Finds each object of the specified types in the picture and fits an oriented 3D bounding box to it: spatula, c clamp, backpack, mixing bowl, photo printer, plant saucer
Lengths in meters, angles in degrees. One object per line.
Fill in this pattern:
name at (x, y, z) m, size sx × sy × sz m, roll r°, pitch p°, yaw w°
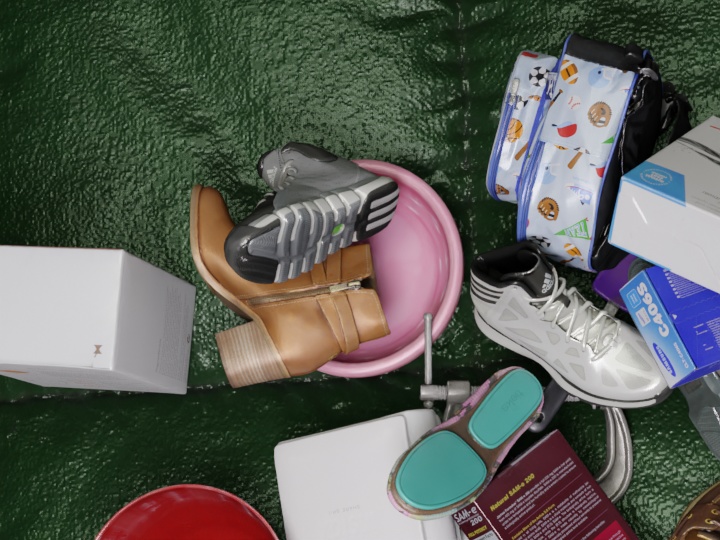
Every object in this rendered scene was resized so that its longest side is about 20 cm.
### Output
spatula at (0.203, 0.063, 1.590) m, size 0.056 × 0.021 × 0.200 m, roll 31°, pitch 72°, yaw 13°
c clamp at (0.146, 0.133, 1.596) m, size 0.199 × 0.027 × 0.172 m, roll 6°, pitch 86°, yaw 0°
backpack at (0.191, -0.097, 1.571) m, size 0.153 × 0.200 × 0.192 m, roll 9°, pitch 86°, yaw 22°
mixing bowl at (-0.141, 0.296, 1.616) m, size 0.199 × 0.108 × 0.202 m, roll -3°, pitch 79°, yaw 14°
photo printer at (0.010, 0.235, 1.585) m, size 0.166 × 0.069 × 0.201 m, roll -16°, pitch 78°, yaw 36°
plant saucer at (0.000, 0.000, 1.666) m, size 0.199 × 0.051 × 0.202 m, roll -2°, pitch 80°, yaw 13°

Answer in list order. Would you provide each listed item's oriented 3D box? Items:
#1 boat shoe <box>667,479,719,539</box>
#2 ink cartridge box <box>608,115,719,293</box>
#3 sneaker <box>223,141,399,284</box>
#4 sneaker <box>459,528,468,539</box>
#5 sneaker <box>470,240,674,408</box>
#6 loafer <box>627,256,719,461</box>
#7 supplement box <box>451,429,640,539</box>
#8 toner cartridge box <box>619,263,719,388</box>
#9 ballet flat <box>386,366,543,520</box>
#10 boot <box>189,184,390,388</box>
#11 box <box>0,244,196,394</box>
boat shoe at (0.292, 0.235, 1.506) m, size 0.200 × 0.068 × 0.072 m, roll -37°, pitch 86°, yaw -28°
ink cartridge box at (0.311, -0.065, 1.519) m, size 0.116 × 0.200 × 0.068 m, roll 26°, pitch 127°, yaw 28°
sneaker at (-0.069, -0.058, 1.591) m, size 0.115 × 0.199 × 0.075 m, roll 37°, pitch 128°, yaw 30°
sneaker at (0.131, 0.313, 1.576) m, size 0.071 × 0.073 × 0.201 m, roll -25°, pitch 73°, yaw 32°
sneaker at (0.172, 0.044, 1.525) m, size 0.200 × 0.116 × 0.076 m, roll 25°, pitch 71°, yaw 26°
loafer at (0.300, 0.072, 1.569) m, size 0.063 × 0.072 × 0.201 m, roll -23°, pitch 84°, yaw -33°
supplement box at (0.179, 0.250, 1.531) m, size 0.109 × 0.061 × 0.200 m, roll -33°, pitch 85°, yaw -26°
toner cartridge box at (0.322, 0.024, 1.526) m, size 0.199 × 0.043 × 0.095 m, roll -17°, pitch 71°, yaw -32°
ballet flat at (0.082, 0.154, 1.514) m, size 0.069 × 0.071 × 0.200 m, roll 46°, pitch 51°, yaw 4°
boot at (-0.066, -0.004, 1.621) m, size 0.154 × 0.077 × 0.201 m, roll -18°, pitch 66°, yaw 3°
box at (-0.253, 0.047, 1.641) m, size 0.151 × 0.200 × 0.107 m, roll 3°, pitch 80°, yaw 13°
